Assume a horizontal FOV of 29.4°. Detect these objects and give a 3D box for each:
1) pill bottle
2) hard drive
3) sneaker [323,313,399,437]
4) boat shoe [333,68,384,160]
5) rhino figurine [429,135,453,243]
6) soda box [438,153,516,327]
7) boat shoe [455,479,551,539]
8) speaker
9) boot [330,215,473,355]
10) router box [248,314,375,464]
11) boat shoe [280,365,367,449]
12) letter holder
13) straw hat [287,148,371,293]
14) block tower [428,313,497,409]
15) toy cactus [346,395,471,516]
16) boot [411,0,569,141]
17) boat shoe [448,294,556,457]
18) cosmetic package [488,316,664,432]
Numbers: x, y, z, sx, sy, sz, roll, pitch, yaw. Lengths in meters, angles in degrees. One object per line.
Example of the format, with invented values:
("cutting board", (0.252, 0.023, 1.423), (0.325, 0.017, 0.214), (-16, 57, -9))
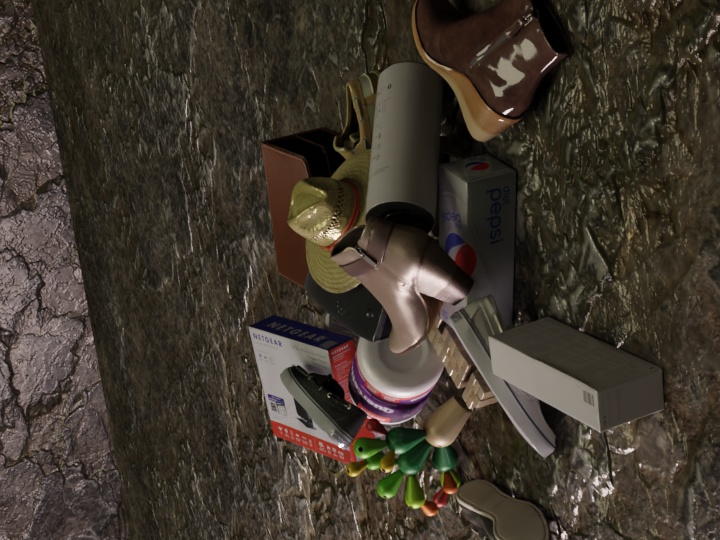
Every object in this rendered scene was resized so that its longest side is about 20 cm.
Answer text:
("pill bottle", (0.043, 0.133, 1.789), (0.200, 0.112, 0.113), (105, 144, -68))
("hard drive", (0.000, 0.000, 1.711), (0.200, 0.042, 0.136), (35, 112, 56))
("sneaker", (-0.011, 0.149, 1.986), (0.079, 0.078, 0.201), (-31, 76, 60))
("boat shoe", (-0.001, -0.165, 1.776), (0.072, 0.076, 0.201), (47, 144, 47))
("rhino figurine", (0.088, -0.058, 1.653), (0.087, 0.060, 0.201), (180, 80, -68))
("soda box", (0.133, -0.027, 1.570), (0.063, 0.068, 0.201), (40, 139, 52))
("boat shoe", (0.182, 0.315, 1.679), (0.057, 0.067, 0.200), (66, 165, -21))
("speaker", (0.050, -0.136, 1.565), (0.081, 0.081, 0.201), (115, 163, -56))
("boot", (0.031, 0.012, 1.554), (0.200, 0.146, 0.070), (-49, 16, 49))
("router box", (-0.069, 0.169, 1.966), (0.200, 0.049, 0.180), (12, 120, 51))
("boat shoe", (-0.046, 0.171, 1.832), (0.069, 0.057, 0.200), (43, 180, -32))
("letter holder", (-0.054, -0.082, 1.920), (0.142, 0.100, 0.201), (27, 128, 57))
("straw hat", (-0.044, -0.073, 1.683), (0.201, 0.085, 0.202), (-33, 47, 44))
("block tower", (0.119, 0.076, 1.677), (0.201, 0.058, 0.054), (62, 153, 30))
("toy cactus", (0.079, 0.227, 1.776), (0.165, 0.200, 0.102), (-49, 32, 14))
("boot", (0.138, -0.255, 1.451), (0.166, 0.072, 0.201), (-51, 55, 48))
("boat shoe", (0.176, 0.119, 1.558), (0.200, 0.066, 0.072), (57, -179, -6))
("cosmetic package", (0.222, 0.106, 1.433), (0.200, 0.082, 0.051), (28, 131, 60))
